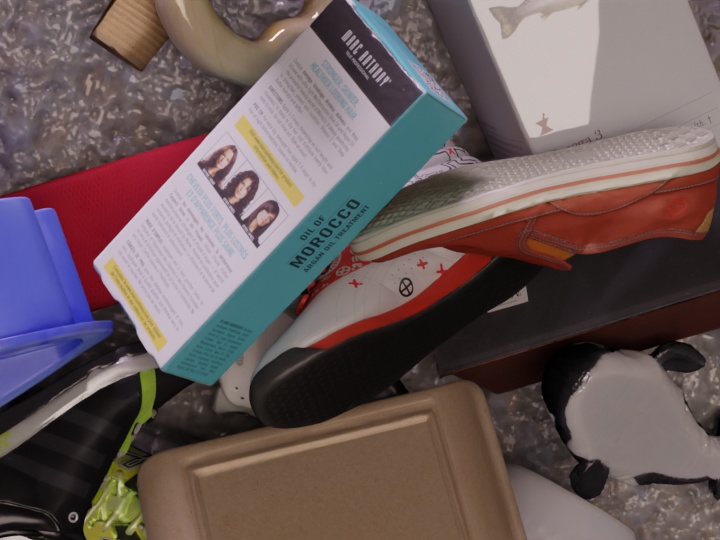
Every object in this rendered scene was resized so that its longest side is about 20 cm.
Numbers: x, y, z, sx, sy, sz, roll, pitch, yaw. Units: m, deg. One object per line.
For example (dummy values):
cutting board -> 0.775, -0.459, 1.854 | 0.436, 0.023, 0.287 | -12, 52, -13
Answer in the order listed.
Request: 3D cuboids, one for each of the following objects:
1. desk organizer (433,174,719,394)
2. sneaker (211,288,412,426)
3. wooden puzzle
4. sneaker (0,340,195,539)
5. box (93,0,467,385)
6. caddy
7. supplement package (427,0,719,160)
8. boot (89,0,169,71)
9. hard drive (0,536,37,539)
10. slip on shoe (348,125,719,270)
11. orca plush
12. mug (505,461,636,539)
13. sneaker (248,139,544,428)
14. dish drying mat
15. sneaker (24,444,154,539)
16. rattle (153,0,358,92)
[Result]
desk organizer -> 0.142, 0.009, 1.037 | 0.199, 0.077, 0.072 | -19, 68, 25
sneaker -> -0.038, 0.063, 1.043 | 0.200, 0.074, 0.089 | 43, 91, -3
wooden puzzle -> -0.007, 0.169, 0.970 | 0.198, 0.037, 0.187 | -14, 70, -5
sneaker -> -0.160, 0.107, 0.970 | 0.199, 0.072, 0.083 | -29, 85, -20
box -> -0.044, -0.040, 0.934 | 0.200, 0.082, 0.049 | -45, 149, 13
caddy -> -0.230, 0.034, 0.940 | 0.198, 0.141, 0.106 | -15, 87, 2
supplement package -> 0.111, -0.145, 1.012 | 0.116, 0.117, 0.201 | -26, 102, -3
boot -> -0.154, -0.220, 0.981 | 0.200, 0.071, 0.145 | 34, 86, -19
hard drive -> -0.258, 0.166, 1.038 | 0.200, 0.027, 0.132 | 44, 89, -14
slip on shoe -> 0.092, -0.027, 0.940 | 0.198, 0.074, 0.062 | -11, 108, 2
orca plush -> 0.159, 0.075, 1.065 | 0.199, 0.071, 0.106 | 7, 114, -44
mug -> 0.059, 0.197, 1.054 | 0.199, 0.148, 0.176 | 29, 83, 12
sneaker -> 0.000, 0.000, 0.998 | 0.200, 0.108, 0.068 | -32, 148, -19
dish drying mat -> -0.140, -0.020, 1.006 | 0.198, 0.018, 0.078 | -16, 92, 10
sneaker -> -0.129, 0.130, 1.023 | 0.198, 0.076, 0.076 | 17, 77, -17
rattle -> -0.015, -0.132, 0.957 | 0.130, 0.142, 0.201 | -44, 116, -39
